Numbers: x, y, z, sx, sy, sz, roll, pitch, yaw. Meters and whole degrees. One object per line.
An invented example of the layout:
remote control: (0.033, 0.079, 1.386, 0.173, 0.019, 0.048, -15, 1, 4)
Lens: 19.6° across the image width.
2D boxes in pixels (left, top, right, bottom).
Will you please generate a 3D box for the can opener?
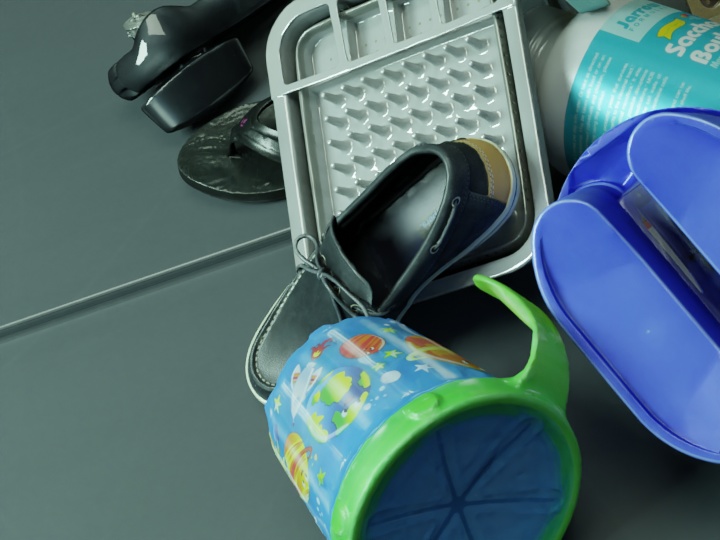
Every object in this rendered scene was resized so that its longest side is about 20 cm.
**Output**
can opener: (-0.083, -0.170, 1.358, 0.200, 0.079, 0.063, -45, 17, -25)

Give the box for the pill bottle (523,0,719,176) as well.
pill bottle: (0.176, -0.088, 1.166, 0.200, 0.111, 0.111, 23, 61, 31)

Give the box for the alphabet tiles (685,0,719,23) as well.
alphabet tiles: (0.280, -0.196, 1.218, 0.200, 0.166, 0.006, -23, 5, -3)

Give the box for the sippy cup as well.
sippy cup: (0.021, 0.091, 1.058, 0.178, 0.140, 0.130, -27, 37, -18)

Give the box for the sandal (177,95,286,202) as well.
sandal: (-0.016, -0.087, 1.265, 0.200, 0.048, 0.075, -4, 50, 12)

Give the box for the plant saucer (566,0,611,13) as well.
plant saucer: (0.100, -0.197, 1.224, 0.019, 0.070, 0.200, -47, 17, 14)

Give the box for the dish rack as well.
dish rack: (0.033, -0.077, 1.181, 0.172, 0.044, 0.200, -18, 71, 32)

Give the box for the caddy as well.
caddy: (0.179, 0.008, 1.057, 0.141, 0.105, 0.200, -42, 77, 16)

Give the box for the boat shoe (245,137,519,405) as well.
boat shoe: (0.000, 0.000, 1.128, 0.200, 0.062, 0.075, -44, 60, 24)
